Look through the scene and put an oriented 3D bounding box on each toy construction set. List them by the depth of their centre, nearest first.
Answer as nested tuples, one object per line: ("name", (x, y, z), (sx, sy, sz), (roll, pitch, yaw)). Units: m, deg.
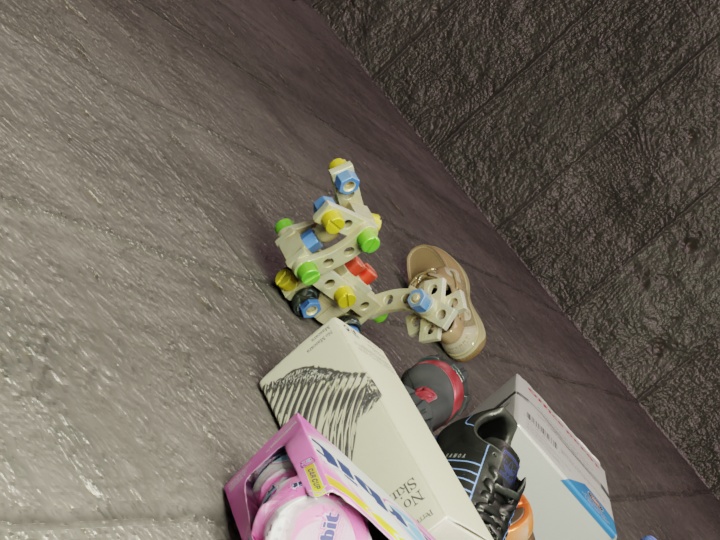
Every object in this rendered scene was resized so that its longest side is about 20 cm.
("toy construction set", (0.000, 0.000, 1.272), (0.200, 0.131, 0.092), (42, 13, -32))

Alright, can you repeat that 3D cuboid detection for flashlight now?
("flashlight", (0.048, 0.116, 1.250), (0.200, 0.067, 0.068), (-5, 92, -72))

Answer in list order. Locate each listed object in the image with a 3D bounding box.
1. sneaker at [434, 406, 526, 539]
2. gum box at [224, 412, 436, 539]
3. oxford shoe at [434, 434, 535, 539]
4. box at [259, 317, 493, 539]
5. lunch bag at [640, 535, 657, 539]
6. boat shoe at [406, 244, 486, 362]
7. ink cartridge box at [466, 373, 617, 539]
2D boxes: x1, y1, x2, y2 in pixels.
("sneaker", (0.085, 0.177, 1.066), (0.070, 0.078, 0.200), (46, 23, -24))
("gum box", (0.011, 0.178, 0.812), (0.200, 0.066, 0.114), (44, 1, -19))
("oxford shoe", (0.097, 0.199, 1.194), (0.200, 0.071, 0.073), (-116, -170, -67))
("box", (0.008, 0.132, 0.976), (0.068, 0.082, 0.200), (39, 13, -44))
("lunch bag", (0.279, 0.339, 1.222), (0.200, 0.082, 0.161), (57, -6, 38))
("boat shoe", (0.096, 0.026, 1.740), (0.064, 0.071, 0.200), (41, 14, -39))
("ink cartridge box", (0.171, 0.200, 1.381), (0.145, 0.084, 0.200), (49, 11, -2))
